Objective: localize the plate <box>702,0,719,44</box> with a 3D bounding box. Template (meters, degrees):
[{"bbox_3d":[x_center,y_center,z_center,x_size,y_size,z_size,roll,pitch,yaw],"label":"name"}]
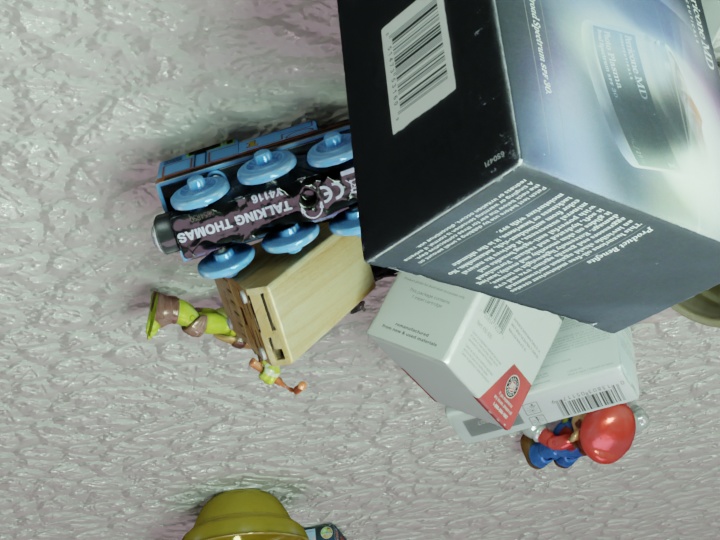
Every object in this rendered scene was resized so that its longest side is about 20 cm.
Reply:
[{"bbox_3d":[0.185,-0.108,0.903,0.032,0.200,0.200,35,145,1],"label":"plate"}]

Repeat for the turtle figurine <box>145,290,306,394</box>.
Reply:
[{"bbox_3d":[-0.118,0.056,1.186,0.161,0.200,0.065,13,103,-14],"label":"turtle figurine"}]

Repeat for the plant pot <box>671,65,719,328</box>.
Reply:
[{"bbox_3d":[0.333,-0.068,1.003,0.173,0.201,0.200,-11,158,-32],"label":"plant pot"}]

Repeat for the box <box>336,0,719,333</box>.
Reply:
[{"bbox_3d":[0.104,-0.093,0.702,0.198,0.201,0.123,16,147,-37],"label":"box"}]

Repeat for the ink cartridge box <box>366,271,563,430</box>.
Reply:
[{"bbox_3d":[0.109,0.006,1.032,0.083,0.201,0.147,18,162,35],"label":"ink cartridge box"}]

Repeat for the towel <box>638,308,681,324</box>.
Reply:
[{"bbox_3d":[0.262,0.018,1.258,0.191,0.032,0.200,-19,152,38],"label":"towel"}]

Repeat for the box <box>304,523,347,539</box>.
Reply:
[{"bbox_3d":[-0.085,0.462,2.030,0.136,0.038,0.200,-11,152,7],"label":"box"}]

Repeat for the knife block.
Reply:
[{"bbox_3d":[-0.026,-0.002,1.018,0.175,0.064,0.200,-22,-165,-14],"label":"knife block"}]

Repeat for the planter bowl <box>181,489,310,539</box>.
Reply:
[{"bbox_3d":[-0.166,0.360,1.770,0.199,0.084,0.201,-6,153,-3],"label":"planter bowl"}]

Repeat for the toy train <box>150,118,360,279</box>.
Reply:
[{"bbox_3d":[-0.064,-0.064,0.966,0.199,0.114,0.087,-18,115,2],"label":"toy train"}]

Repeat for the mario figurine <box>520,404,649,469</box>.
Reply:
[{"bbox_3d":[0.283,0.193,1.602,0.123,0.106,0.200,-35,177,-27],"label":"mario figurine"}]

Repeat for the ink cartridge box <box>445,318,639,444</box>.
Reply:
[{"bbox_3d":[0.159,0.051,1.135,0.162,0.200,0.057,-19,124,20],"label":"ink cartridge box"}]

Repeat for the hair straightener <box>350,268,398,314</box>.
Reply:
[{"bbox_3d":[0.000,0.000,1.143,0.199,0.077,0.041,-26,165,27],"label":"hair straightener"}]
